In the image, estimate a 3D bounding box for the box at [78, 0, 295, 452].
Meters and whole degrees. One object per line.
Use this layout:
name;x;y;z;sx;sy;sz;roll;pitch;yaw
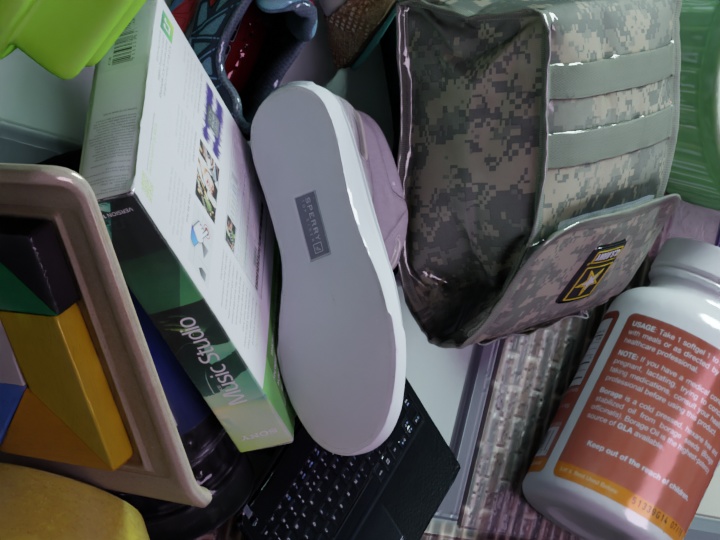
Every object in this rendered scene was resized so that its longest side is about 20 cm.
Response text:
box;-0.082;-0.022;1.160;0.145;0.036;0.200;-88;156;-43

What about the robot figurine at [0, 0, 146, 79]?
robot figurine;-0.191;-0.180;1.073;0.200;0.176;0.116;39;107;-2

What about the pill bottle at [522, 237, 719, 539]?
pill bottle;0.197;0.085;1.498;0.112;0.112;0.201;39;73;-39

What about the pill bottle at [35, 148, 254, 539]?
pill bottle;-0.130;0.045;1.203;0.112;0.112;0.201;-39;121;-29

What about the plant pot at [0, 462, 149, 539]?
plant pot;-0.177;0.181;1.151;0.200;0.199;0.143;32;63;-40

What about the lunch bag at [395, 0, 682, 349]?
lunch bag;0.103;-0.058;1.280;0.164;0.117;0.201;-15;110;-52

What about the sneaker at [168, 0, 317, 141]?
sneaker;-0.049;-0.158;1.245;0.079;0.095;0.201;19;86;-45

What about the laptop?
laptop;0.014;0.101;1.316;0.200;0.103;0.177;58;45;-26

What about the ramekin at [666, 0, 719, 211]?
ramekin;0.270;-0.129;1.529;0.199;0.097;0.201;-10;105;-40

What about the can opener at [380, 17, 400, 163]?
can opener;0.043;-0.094;1.364;0.063;0.078;0.201;-4;91;-36

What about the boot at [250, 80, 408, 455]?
boot;0.000;0.000;1.207;0.095;0.073;0.201;12;67;-62

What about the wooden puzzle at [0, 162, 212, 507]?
wooden puzzle;-0.175;0.032;1.111;0.037;0.184;0.201;-44;125;-38

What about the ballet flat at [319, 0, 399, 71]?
ballet flat;0.012;-0.182;1.263;0.065;0.200;0.071;29;55;-10
